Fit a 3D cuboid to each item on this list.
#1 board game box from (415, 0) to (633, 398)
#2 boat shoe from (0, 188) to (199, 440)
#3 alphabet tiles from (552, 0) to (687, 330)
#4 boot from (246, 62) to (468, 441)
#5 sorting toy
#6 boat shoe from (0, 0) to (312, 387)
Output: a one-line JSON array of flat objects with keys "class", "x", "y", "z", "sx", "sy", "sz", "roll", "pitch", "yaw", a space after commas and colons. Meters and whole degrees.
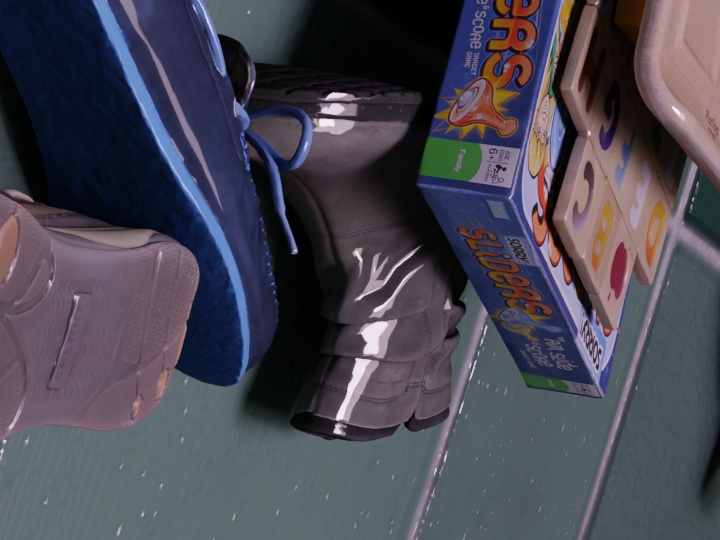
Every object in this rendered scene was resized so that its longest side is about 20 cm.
[{"class": "board game box", "x": 0.072, "y": -0.049, "z": 0.936, "sx": 0.200, "sy": 0.034, "sz": 0.136, "roll": 56, "pitch": 45, "yaw": -64}, {"class": "boat shoe", "x": -0.119, "y": 0.008, "z": 0.691, "sx": 0.200, "sy": 0.073, "sz": 0.075, "roll": 18, "pitch": 90, "yaw": -66}, {"class": "alphabet tiles", "x": 0.109, "y": -0.087, "z": 0.945, "sx": 0.166, "sy": 0.006, "sz": 0.200, "roll": 58, "pitch": 46, "yaw": -61}, {"class": "boot", "x": 0.000, "y": 0.000, "z": 0.904, "sx": 0.200, "sy": 0.068, "sz": 0.131, "roll": 9, "pitch": 93, "yaw": -64}, {"class": "sorting toy", "x": 0.135, "y": -0.129, "z": 0.943, "sx": 0.185, "sy": 0.036, "sz": 0.200, "roll": 31, "pitch": 66, "yaw": -68}, {"class": "boat shoe", "x": -0.054, "y": -0.050, "z": 0.769, "sx": 0.069, "sy": 0.084, "sz": 0.200, "roll": -52, "pitch": 147, "yaw": -34}]
